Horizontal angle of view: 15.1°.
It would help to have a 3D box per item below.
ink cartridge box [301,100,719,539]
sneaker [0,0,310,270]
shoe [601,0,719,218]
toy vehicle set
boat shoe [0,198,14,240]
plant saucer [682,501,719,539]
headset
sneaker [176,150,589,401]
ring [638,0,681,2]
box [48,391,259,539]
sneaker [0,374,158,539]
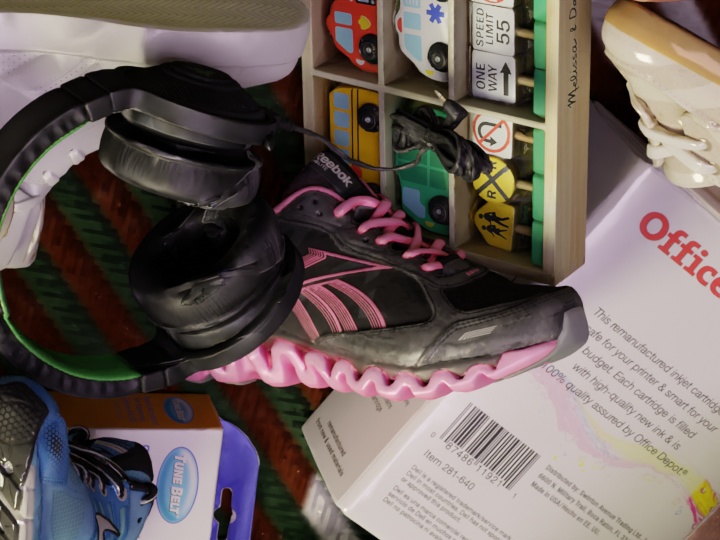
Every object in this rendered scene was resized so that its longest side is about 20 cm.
[{"bbox_3d":[0.096,0.050,1.184,0.145,0.084,0.200,37,101,-25],"label":"ink cartridge box"},{"bbox_3d":[-0.119,-0.059,1.094,0.198,0.074,0.116,-1,115,-3],"label":"sneaker"},{"bbox_3d":[0.159,-0.038,1.082,0.200,0.070,0.054,37,88,-35],"label":"shoe"},{"bbox_3d":[0.033,-0.103,1.088,0.026,0.124,0.202,-31,128,-49],"label":"toy vehicle set"},{"bbox_3d":[-0.225,-0.060,1.026,0.199,0.065,0.072,36,122,0],"label":"boat shoe"},{"bbox_3d":[0.138,0.148,1.185,0.034,0.200,0.201,42,100,11],"label":"plant saucer"},{"bbox_3d":[-0.053,-0.021,1.028,0.199,0.094,0.124,-22,120,-23],"label":"headset"},{"bbox_3d":[0.000,0.000,1.101,0.199,0.079,0.096,3,97,31],"label":"sneaker"},{"bbox_3d":[0.119,-0.200,1.010,0.199,0.019,0.202,-8,107,-25],"label":"ring"},{"bbox_3d":[-0.141,0.113,1.177,0.198,0.042,0.120,2,113,-13],"label":"box"},{"bbox_3d":[-0.127,0.084,1.076,0.090,0.078,0.200,-38,162,-19],"label":"sneaker"}]
